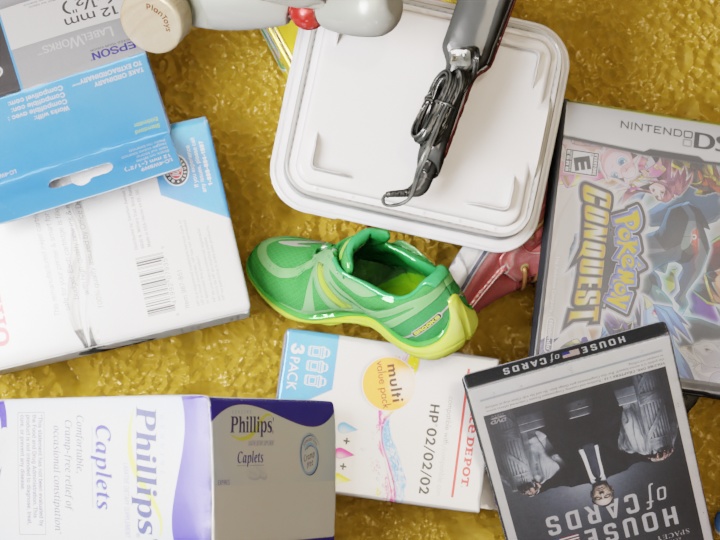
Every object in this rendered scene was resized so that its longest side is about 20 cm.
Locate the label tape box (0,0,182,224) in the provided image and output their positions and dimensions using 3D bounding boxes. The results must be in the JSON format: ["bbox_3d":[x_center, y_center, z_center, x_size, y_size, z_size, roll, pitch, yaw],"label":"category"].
[{"bbox_3d":[-0.222,-0.140,1.687,0.142,0.066,0.201,-18,50,-6],"label":"label tape box"}]

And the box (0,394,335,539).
[{"bbox_3d":[-0.143,0.141,1.627,0.199,0.184,0.106,-3,85,26],"label":"box"}]

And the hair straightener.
[{"bbox_3d":[0.059,-0.136,1.630,0.041,0.077,0.201,25,87,13],"label":"hair straightener"}]

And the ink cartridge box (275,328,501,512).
[{"bbox_3d":[0.035,0.113,1.732,0.198,0.068,0.116,8,86,-3],"label":"ink cartridge box"}]

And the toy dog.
[{"bbox_3d":[-0.073,-0.212,1.630,0.198,0.132,0.097,-7,125,7],"label":"toy dog"}]

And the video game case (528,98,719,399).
[{"bbox_3d":[0.221,-0.014,1.713,0.179,0.026,0.201,8,80,-6],"label":"video game case"}]

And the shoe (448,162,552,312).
[{"bbox_3d":[0.127,-0.011,1.746,0.091,0.071,0.201,35,81,3],"label":"shoe"}]

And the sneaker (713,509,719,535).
[{"bbox_3d":[0.327,0.250,1.748,0.077,0.076,0.201,-21,86,16],"label":"sneaker"}]

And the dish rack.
[{"bbox_3d":[0.045,-0.113,1.685,0.199,0.044,0.173,12,84,-3],"label":"dish rack"}]

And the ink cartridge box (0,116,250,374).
[{"bbox_3d":[-0.191,-0.015,1.719,0.199,0.084,0.146,-13,86,-4],"label":"ink cartridge box"}]

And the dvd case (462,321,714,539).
[{"bbox_3d":[0.167,0.141,1.700,0.149,0.025,0.201,-16,121,2],"label":"dvd case"}]

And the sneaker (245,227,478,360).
[{"bbox_3d":[0.000,0.000,1.697,0.074,0.199,0.084,-44,133,-34],"label":"sneaker"}]

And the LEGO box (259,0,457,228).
[{"bbox_3d":[0.023,-0.156,1.747,0.148,0.077,0.201,-28,88,-5],"label":"LEGO box"}]

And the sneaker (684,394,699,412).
[{"bbox_3d":[0.282,0.053,1.754,0.090,0.066,0.201,35,82,2],"label":"sneaker"}]
